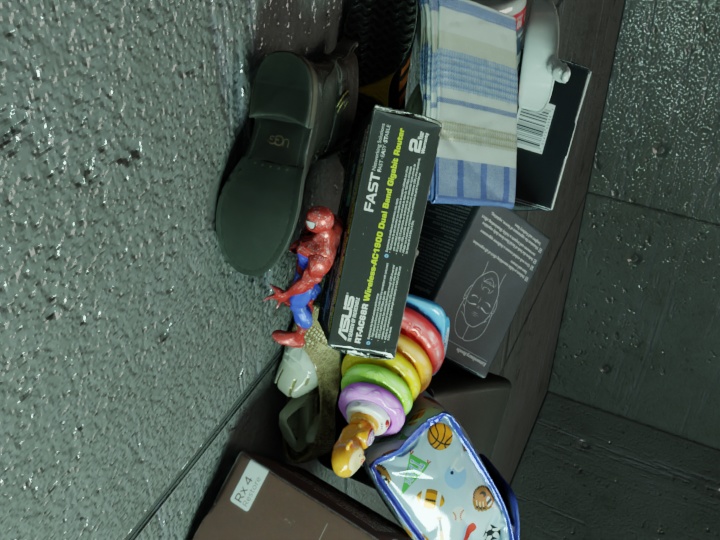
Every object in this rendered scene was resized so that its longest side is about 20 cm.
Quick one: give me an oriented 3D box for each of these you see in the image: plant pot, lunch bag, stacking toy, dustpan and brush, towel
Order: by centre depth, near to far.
[{"bbox_3d":[0.108,-0.165,0.816,0.145,0.024,0.205,-2,92,-44],"label":"towel"},{"bbox_3d":[0.015,0.121,0.823,0.201,0.108,0.118,-64,163,-44],"label":"stacking toy"},{"bbox_3d":[0.089,0.236,0.885,0.123,0.202,0.170,-33,-173,-4],"label":"lunch bag"},{"bbox_3d":[0.222,-0.248,0.985,0.200,0.056,0.142,-58,154,-66],"label":"dustpan and brush"},{"bbox_3d":[0.057,0.204,1.072,0.177,0.197,0.204,22,85,-60],"label":"plant pot"}]

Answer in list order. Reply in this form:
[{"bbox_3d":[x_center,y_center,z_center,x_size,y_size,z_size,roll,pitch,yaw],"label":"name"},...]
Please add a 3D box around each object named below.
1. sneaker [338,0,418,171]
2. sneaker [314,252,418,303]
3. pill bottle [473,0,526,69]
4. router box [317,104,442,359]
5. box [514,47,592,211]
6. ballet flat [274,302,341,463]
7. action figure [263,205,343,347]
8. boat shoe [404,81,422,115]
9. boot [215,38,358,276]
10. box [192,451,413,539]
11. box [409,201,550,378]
[{"bbox_3d":[0.017,-0.201,0.835,0.090,0.068,0.204,-63,163,-70],"label":"sneaker"},{"bbox_3d":[0.000,0.000,0.937,0.199,0.077,0.093,-7,123,-62],"label":"sneaker"},{"bbox_3d":[0.139,-0.254,1.023,0.120,0.118,0.203,-54,152,-42],"label":"pill bottle"},{"bbox_3d":[0.012,-0.035,0.737,0.150,0.061,0.204,-140,-120,-82],"label":"router box"},{"bbox_3d":[0.228,-0.198,1.206,0.197,0.121,0.204,-126,-128,-87],"label":"box"},{"bbox_3d":[-0.058,0.130,0.875,0.065,0.070,0.203,-30,131,-38],"label":"ballet flat"},{"bbox_3d":[-0.050,0.003,0.734,0.201,0.051,0.066,117,-6,-57],"label":"action figure"},{"bbox_3d":[0.100,-0.185,0.880,0.202,0.071,0.061,-50,180,-31],"label":"boat shoe"},{"bbox_3d":[-0.049,-0.103,0.722,0.174,0.068,0.204,-37,147,-71],"label":"boot"},{"bbox_3d":[-0.060,0.304,0.827,0.168,0.162,0.200,-61,158,-8],"label":"box"},{"bbox_3d":[0.126,0.008,1.048,0.147,0.106,0.203,30,86,-38],"label":"box"}]
